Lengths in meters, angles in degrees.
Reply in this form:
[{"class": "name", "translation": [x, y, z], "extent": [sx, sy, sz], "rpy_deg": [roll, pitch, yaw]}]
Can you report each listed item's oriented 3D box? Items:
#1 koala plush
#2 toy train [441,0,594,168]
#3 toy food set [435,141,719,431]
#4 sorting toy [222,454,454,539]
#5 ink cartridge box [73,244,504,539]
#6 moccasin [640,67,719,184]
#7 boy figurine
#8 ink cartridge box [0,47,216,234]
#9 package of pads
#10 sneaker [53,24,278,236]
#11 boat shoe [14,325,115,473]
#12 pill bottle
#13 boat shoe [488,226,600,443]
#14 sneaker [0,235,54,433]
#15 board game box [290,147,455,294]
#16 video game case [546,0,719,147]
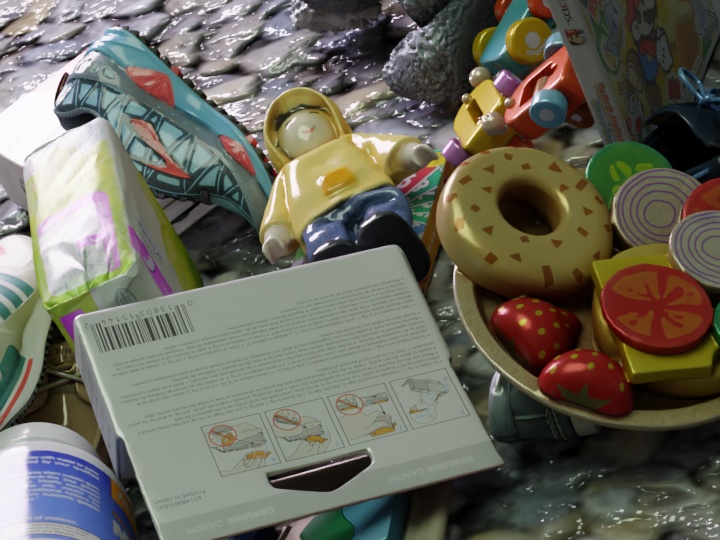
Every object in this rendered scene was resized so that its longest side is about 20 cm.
[{"class": "koala plush", "translation": [0.015, -0.226, 1.830], "extent": [0.199, 0.178, 0.184], "rpy_deg": [3, 32, 41]}, {"class": "toy train", "translation": [0.121, -0.130, 1.669], "extent": [0.150, 0.056, 0.200], "rpy_deg": [-43, 21, 37]}, {"class": "toy food set", "translation": [0.148, 0.005, 1.426], "extent": [0.197, 0.049, 0.201], "rpy_deg": [-6, 47, -13]}, {"class": "sorting toy", "translation": [-0.044, 0.179, 1.417], "extent": [0.184, 0.037, 0.200], "rpy_deg": [-17, 34, 19]}, {"class": "ink cartridge box", "translation": [-0.043, 0.079, 1.467], "extent": [0.199, 0.045, 0.177], "rpy_deg": [-13, 50, -15]}, {"class": "moccasin", "translation": [0.200, -0.069, 1.541], "extent": [0.080, 0.068, 0.200], "rpy_deg": [14, 52, 48]}, {"class": "boy figurine", "translation": [-0.011, -0.052, 1.644], "extent": [0.124, 0.065, 0.200], "rpy_deg": [-29, 35, 5]}, {"class": "ink cartridge box", "translation": [-0.178, -0.081, 1.855], "extent": [0.116, 0.068, 0.200], "rpy_deg": [-39, 34, -16]}, {"class": "package of pads", "translation": [-0.145, 0.013, 1.617], "extent": [0.068, 0.155, 0.200], "rpy_deg": [-26, 32, 4]}, {"class": "sneaker", "translation": [-0.127, -0.071, 1.754], "extent": [0.096, 0.079, 0.200], "rpy_deg": [-44, 66, -8]}, {"class": "boat shoe", "translation": [-0.190, 0.076, 1.629], "extent": [0.071, 0.065, 0.200], "rpy_deg": [-4, 30, -8]}, {"class": "pill bottle", "translation": [-0.177, 0.164, 1.451], "extent": [0.112, 0.112, 0.200], "rpy_deg": [-26, 24, 5]}, {"class": "boat shoe", "translation": [0.093, 0.024, 1.494], "extent": [0.062, 0.073, 0.200], "rpy_deg": [-18, 38, 10]}, {"class": "sneaker", "translation": [-0.242, 0.024, 1.610], "extent": [0.070, 0.093, 0.200], "rpy_deg": [-46, 23, 25]}, {"class": "board game box", "translation": [0.000, 0.000, 1.645], "extent": [0.095, 0.030, 0.200], "rpy_deg": [-12, 38, 25]}, {"class": "video game case", "translation": [0.170, -0.174, 1.604], "extent": [0.023, 0.182, 0.200], "rpy_deg": [-4, 40, 29]}]
